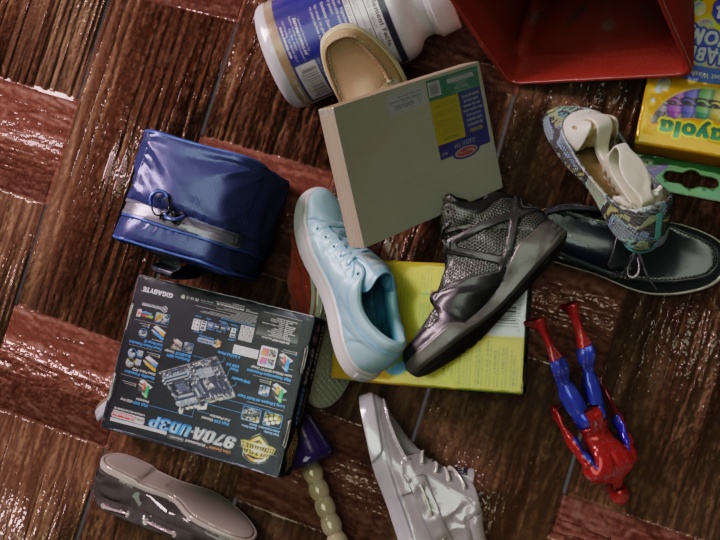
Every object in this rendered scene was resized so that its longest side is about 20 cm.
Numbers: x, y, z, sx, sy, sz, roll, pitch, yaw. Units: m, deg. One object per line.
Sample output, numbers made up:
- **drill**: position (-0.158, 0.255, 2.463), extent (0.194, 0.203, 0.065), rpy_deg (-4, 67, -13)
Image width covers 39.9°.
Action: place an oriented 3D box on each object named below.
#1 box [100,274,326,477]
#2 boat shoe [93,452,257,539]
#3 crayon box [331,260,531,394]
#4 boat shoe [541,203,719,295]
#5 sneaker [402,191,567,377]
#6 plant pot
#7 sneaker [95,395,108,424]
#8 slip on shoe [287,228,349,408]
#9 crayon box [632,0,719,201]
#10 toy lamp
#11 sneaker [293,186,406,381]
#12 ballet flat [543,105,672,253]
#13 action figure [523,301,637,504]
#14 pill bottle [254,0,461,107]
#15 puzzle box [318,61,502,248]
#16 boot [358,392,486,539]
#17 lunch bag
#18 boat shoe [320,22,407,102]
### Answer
- **box**: position (-0.148, 0.103, 0.996), extent (0.197, 0.046, 0.161), rpy_deg (12, 85, 13)
- **boat shoe**: position (-0.199, 0.259, 1.056), extent (0.198, 0.067, 0.058), rpy_deg (22, 105, 19)
- **crayon box**: position (0.073, 0.056, 1.017), extent (0.197, 0.051, 0.129), rpy_deg (4, 84, 13)
- **boat shoe**: position (0.261, -0.023, 0.977), extent (0.197, 0.062, 0.076), rpy_deg (14, 85, 13)
- **sneaker**: position (0.094, 0.005, 0.956), extent (0.114, 0.076, 0.200), rpy_deg (42, 92, 18)
- **plant pot**: position (0.209, -0.311, 0.941), extent (0.198, 0.200, 0.178), rpy_deg (4, 68, 35)
- **sneaker**: position (-0.183, 0.165, 1.055), extent (0.197, 0.071, 0.114), rpy_deg (-18, 77, 8)
- **slip on shoe**: position (-0.044, 0.042, 1.045), extent (0.061, 0.073, 0.203), rpy_deg (-4, 88, 47)
- **crayon box**: position (0.345, -0.176, 0.979), extent (0.124, 0.052, 0.203), rpy_deg (12, 87, 14)
- **toy lamp**: position (-0.033, 0.247, 1.019), extent (0.058, 0.058, 0.202), rpy_deg (-22, 82, 10)
- **sneaker**: position (0.000, 0.000, 0.961), extent (0.082, 0.073, 0.202), rpy_deg (-34, 71, 41)
- **ballet flat**: position (0.240, -0.109, 0.954), extent (0.074, 0.074, 0.201), rpy_deg (-33, 55, 8)
- **action figure**: position (0.220, 0.133, 0.965), extent (0.065, 0.052, 0.202), rpy_deg (-21, 91, -14)
- **pill bottle**: position (-0.001, -0.259, 1.038), extent (0.198, 0.116, 0.117), rpy_deg (-21, 79, 9)
- **puzzle box**: position (0.055, -0.116, 0.964), extent (0.025, 0.199, 0.135), rpy_deg (4, 112, 51)
- **boot**: position (0.068, 0.209, 0.998), extent (0.094, 0.074, 0.203), rpy_deg (-19, 88, 4)
- **lunch bag**: position (-0.161, -0.054, 1.009), extent (0.134, 0.200, 0.134), rpy_deg (16, 90, 9)
- **boat shoe**: position (0.024, -0.152, 0.994), extent (0.073, 0.067, 0.201), rpy_deg (-27, 114, 16)
